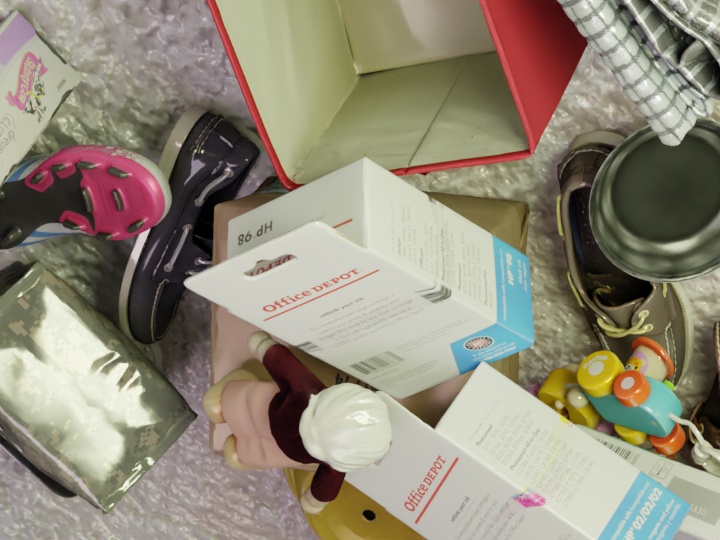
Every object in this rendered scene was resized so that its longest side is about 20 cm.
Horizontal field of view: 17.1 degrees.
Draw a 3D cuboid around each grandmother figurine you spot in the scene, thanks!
[{"bbox_3d":[-0.038,0.093,1.506,0.122,0.060,0.200,60,158,-13],"label":"grandmother figurine"}]

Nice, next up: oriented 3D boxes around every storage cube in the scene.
[{"bbox_3d":[0.027,-0.174,1.451,0.170,0.180,0.200,-8,121,26],"label":"storage cube"}]

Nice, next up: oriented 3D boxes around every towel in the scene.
[{"bbox_3d":[0.177,-0.194,1.363,0.085,0.200,0.166,-28,110,33],"label":"towel"}]

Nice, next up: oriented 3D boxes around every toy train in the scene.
[{"bbox_3d":[0.192,0.104,1.606,0.150,0.056,0.200,35,161,-3],"label":"toy train"}]

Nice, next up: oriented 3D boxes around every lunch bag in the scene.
[{"bbox_3d":[-0.225,0.082,1.744,0.164,0.118,0.200,45,171,-10],"label":"lunch bag"}]

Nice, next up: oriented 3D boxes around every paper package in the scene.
[{"bbox_3d":[0.007,0.041,1.627,0.199,0.103,0.191,7,104,18],"label":"paper package"}]

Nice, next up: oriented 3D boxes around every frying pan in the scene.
[{"bbox_3d":[0.220,-0.076,1.505,0.115,0.031,0.190,28,109,-20],"label":"frying pan"}]

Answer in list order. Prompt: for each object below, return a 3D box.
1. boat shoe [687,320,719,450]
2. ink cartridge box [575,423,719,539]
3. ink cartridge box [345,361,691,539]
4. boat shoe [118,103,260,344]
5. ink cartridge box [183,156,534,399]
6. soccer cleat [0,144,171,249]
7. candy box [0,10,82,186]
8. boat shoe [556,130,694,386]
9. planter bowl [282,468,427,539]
[{"bbox_3d":[0.257,0.118,1.629,0.070,0.070,0.200,-4,121,20],"label":"boat shoe"},{"bbox_3d":[0.232,0.191,1.588,0.161,0.050,0.200,18,159,47],"label":"ink cartridge box"},{"bbox_3d":[0.092,0.137,1.504,0.200,0.068,0.115,35,145,5],"label":"ink cartridge box"},{"bbox_3d":[-0.120,-0.020,1.688,0.063,0.073,0.200,24,124,9],"label":"boat shoe"},{"bbox_3d":[0.000,0.000,1.452,0.116,0.067,0.200,-23,143,35],"label":"ink cartridge box"},{"bbox_3d":[-0.195,-0.061,1.671,0.200,0.086,0.070,-6,112,40],"label":"soccer cleat"},{"bbox_3d":[-0.307,-0.069,1.668,0.200,0.168,0.072,-32,109,35],"label":"candy box"},{"bbox_3d":[0.173,0.007,1.594,0.072,0.060,0.200,-3,121,23],"label":"boat shoe"},{"bbox_3d":[0.017,0.156,1.746,0.200,0.084,0.201,11,126,15],"label":"planter bowl"}]
